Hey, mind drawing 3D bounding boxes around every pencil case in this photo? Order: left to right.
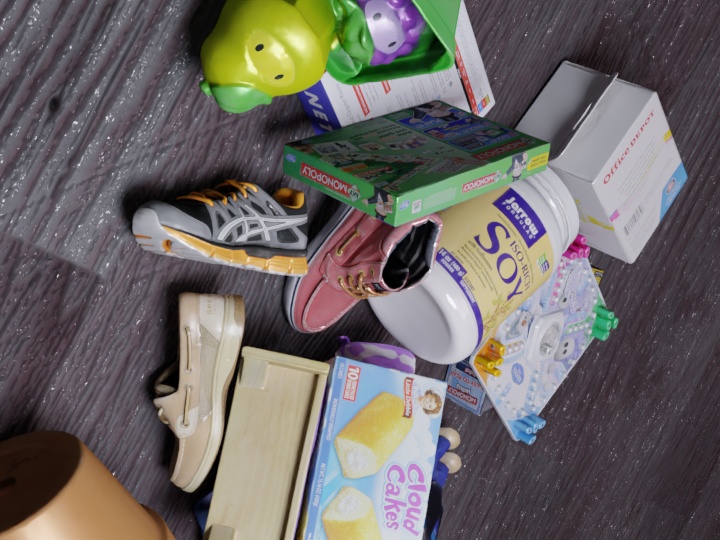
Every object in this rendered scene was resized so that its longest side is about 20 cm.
[{"bbox_3d":[0.000,0.164,1.321,0.085,0.084,0.201,17,70,-21],"label":"pencil case"}]

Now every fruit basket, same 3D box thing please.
[{"bbox_3d":[-0.035,-0.211,1.034,0.215,0.155,0.217,3,86,-47],"label":"fruit basket"}]

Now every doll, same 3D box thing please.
[{"bbox_3d":[0.071,0.264,1.479,0.200,0.048,0.137,-69,158,-49],"label":"doll"}]

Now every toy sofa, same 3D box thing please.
[{"bbox_3d":[-0.087,0.173,1.201,0.098,0.082,0.201,113,-11,-79],"label":"toy sofa"}]

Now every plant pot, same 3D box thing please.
[{"bbox_3d":[-0.251,0.221,1.031,0.200,0.199,0.141,-38,121,-30],"label":"plant pot"}]

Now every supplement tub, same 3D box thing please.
[{"bbox_3d":[0.114,-0.017,1.348,0.200,0.145,0.146,-41,138,-27],"label":"supplement tub"}]

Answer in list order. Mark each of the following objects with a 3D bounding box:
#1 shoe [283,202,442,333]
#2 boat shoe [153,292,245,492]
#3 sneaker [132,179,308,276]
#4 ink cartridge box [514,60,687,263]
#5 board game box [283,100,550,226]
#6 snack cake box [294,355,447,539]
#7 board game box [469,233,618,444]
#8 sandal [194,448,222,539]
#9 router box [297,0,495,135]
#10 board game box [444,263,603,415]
[{"bbox_3d":[0.000,0.000,1.222,0.071,0.091,0.201,13,122,-37],"label":"shoe"},{"bbox_3d":[-0.152,0.106,1.178,0.064,0.071,0.201,8,115,-16],"label":"boat shoe"},{"bbox_3d":[-0.115,-0.042,1.124,0.200,0.078,0.078,9,91,-56],"label":"sneaker"},{"bbox_3d":[0.261,-0.127,1.475,0.129,0.125,0.200,-54,143,-12],"label":"ink cartridge box"},{"bbox_3d":[0.050,-0.097,1.147,0.199,0.134,0.029,-21,127,-41],"label":"board game box"},{"bbox_3d":[0.004,0.192,1.237,0.114,0.067,0.201,14,75,-13],"label":"snack cake box"},{"bbox_3d":[0.218,0.080,1.533,0.200,0.026,0.200,-51,142,-15],"label":"board game box"},{"bbox_3d":[-0.125,0.242,1.292,0.087,0.080,0.201,22,101,-21],"label":"sandal"},{"bbox_3d":[0.034,-0.173,1.235,0.180,0.049,0.200,-48,141,-20],"label":"router box"},{"bbox_3d":[0.180,0.069,1.553,0.200,0.062,0.201,13,103,-53],"label":"board game box"}]
